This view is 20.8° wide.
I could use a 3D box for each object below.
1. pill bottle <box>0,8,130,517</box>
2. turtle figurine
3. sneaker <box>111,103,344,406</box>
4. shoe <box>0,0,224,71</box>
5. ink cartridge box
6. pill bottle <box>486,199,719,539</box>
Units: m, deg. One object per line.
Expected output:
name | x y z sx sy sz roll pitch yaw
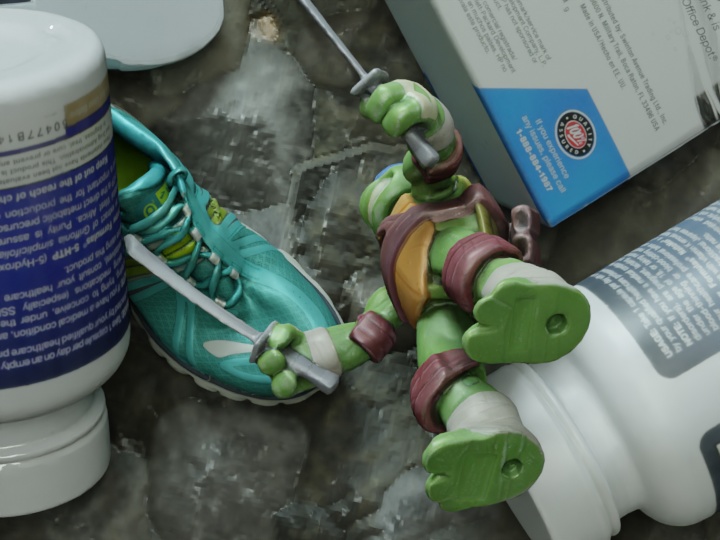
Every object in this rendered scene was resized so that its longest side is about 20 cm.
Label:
pill bottle | -0.161 -0.001 0.850 0.119 0.120 0.201 -3 114 -1
turtle figurine | 0.000 0.000 0.807 0.144 0.194 0.200 -45 124 6
sneaker | -0.090 -0.013 0.911 0.200 0.080 0.078 41 80 8
shoe | -0.170 -0.121 0.942 0.199 0.091 0.072 -7 86 -32
ink cartridge box | 0.125 -0.137 0.914 0.199 0.084 0.147 -32 106 -9
pill bottle | 0.150 0.043 0.880 0.199 0.120 0.120 -30 79 -7
